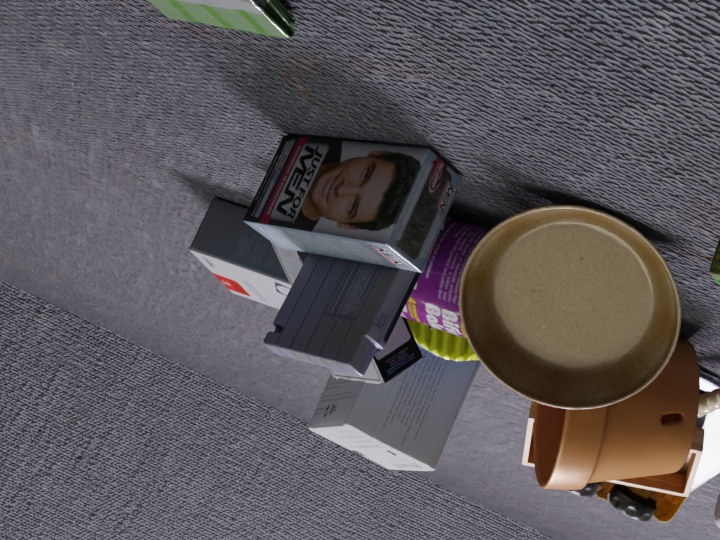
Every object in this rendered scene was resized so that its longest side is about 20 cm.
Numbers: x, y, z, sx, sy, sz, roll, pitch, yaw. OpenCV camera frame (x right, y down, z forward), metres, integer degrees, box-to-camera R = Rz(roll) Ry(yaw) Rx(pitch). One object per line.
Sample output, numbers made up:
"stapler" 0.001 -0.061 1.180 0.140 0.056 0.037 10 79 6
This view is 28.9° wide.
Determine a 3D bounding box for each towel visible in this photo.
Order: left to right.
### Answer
"towel" -0.150 -0.243 1.046 0.149 0.031 0.200 18 167 35

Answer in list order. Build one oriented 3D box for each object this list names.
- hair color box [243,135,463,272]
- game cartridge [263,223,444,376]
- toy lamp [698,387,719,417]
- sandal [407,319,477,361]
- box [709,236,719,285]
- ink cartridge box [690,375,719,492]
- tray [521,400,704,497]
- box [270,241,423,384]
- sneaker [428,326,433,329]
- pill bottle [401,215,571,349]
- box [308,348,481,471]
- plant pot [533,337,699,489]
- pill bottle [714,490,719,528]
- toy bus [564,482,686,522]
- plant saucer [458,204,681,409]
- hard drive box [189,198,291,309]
"hair color box" -0.010 -0.066 1.312 0.199 0.100 0.061 10 161 44
"game cartridge" 0.000 0.000 1.328 0.129 0.201 0.038 13 159 41
"toy lamp" 0.373 0.138 1.469 0.058 0.058 0.200 26 153 -9
"sandal" 0.128 0.072 1.622 0.199 0.080 0.087 19 176 -15
"box" 0.362 0.005 0.896 0.192 0.123 0.200 11 161 41
"ink cartridge box" 0.362 0.165 1.618 0.199 0.041 0.200 27 140 -11
"tray" 0.293 0.206 1.631 0.198 0.037 0.099 10 140 9
"box" -0.020 0.022 1.528 0.116 0.060 0.201 -2 115 60
"sneaker" 0.105 0.033 1.528 0.199 0.082 0.075 16 166 33
"pill bottle" 0.123 0.015 1.364 0.199 0.113 0.112 18 165 25
"box" 0.049 0.138 1.770 0.130 0.201 0.199 27 166 -10
"plant pot" 0.265 0.133 1.444 0.139 0.202 0.200 8 167 -1
"pill bottle" 0.563 0.318 1.782 0.199 0.105 0.104 22 167 4
"toy bus" 0.316 0.218 1.800 0.199 0.136 0.192 24 -175 -9
"plant saucer" 0.189 0.029 1.256 0.199 0.201 0.035 23 -152 6
"hard drive box" -0.089 -0.002 1.743 0.199 0.077 0.156 18 165 24
